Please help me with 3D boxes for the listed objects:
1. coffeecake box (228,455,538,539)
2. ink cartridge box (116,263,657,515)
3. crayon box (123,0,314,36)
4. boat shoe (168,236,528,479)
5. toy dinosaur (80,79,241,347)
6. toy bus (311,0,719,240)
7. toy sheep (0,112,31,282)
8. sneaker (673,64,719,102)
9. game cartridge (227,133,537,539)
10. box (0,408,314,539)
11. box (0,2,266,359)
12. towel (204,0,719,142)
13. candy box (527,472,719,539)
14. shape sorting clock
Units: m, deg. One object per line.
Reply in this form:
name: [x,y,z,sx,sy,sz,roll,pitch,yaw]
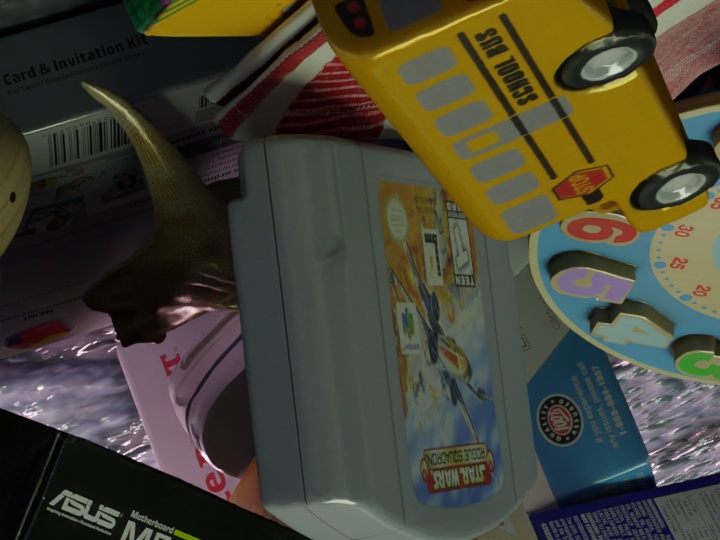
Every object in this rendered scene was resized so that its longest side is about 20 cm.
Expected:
coffeecake box: [-0.018,0.148,1.095,0.073,0.154,0.200,24,109,-20]
ink cartridge box: [0.017,0.077,1.263,0.199,0.147,0.146,-23,161,2]
crayon box: [0.030,-0.128,0.874,0.200,0.058,0.119,-5,155,-40]
boat shoe: [0.000,0.000,1.168,0.200,0.070,0.071,-45,126,-1]
toy dinosaur: [-0.050,-0.010,0.982,0.101,0.058,0.200,-17,160,-11]
toy bus: [0.048,-0.063,0.825,0.078,0.065,0.200,-24,157,9]
toy sheep: [-0.195,-0.007,0.846,0.199,0.138,0.138,-18,160,-10]
sneaker: [0.111,-0.074,1.085,0.078,0.076,0.200,-35,158,25]
game cartridge: [0.013,0.027,0.942,0.041,0.134,0.200,-13,175,20]
box: [-0.098,0.082,0.954,0.193,0.048,0.200,17,172,46]
box: [-0.078,-0.037,1.025,0.155,0.041,0.200,-18,159,-11]
towel: [0.063,-0.081,0.914,0.200,0.023,0.144,-1,153,-45]
candy box: [0.124,0.155,1.250,0.199,0.077,0.169,-8,156,-34]
shape sorting clock: [0.164,-0.007,1.080,0.199,0.039,0.200,-1,147,-1]
